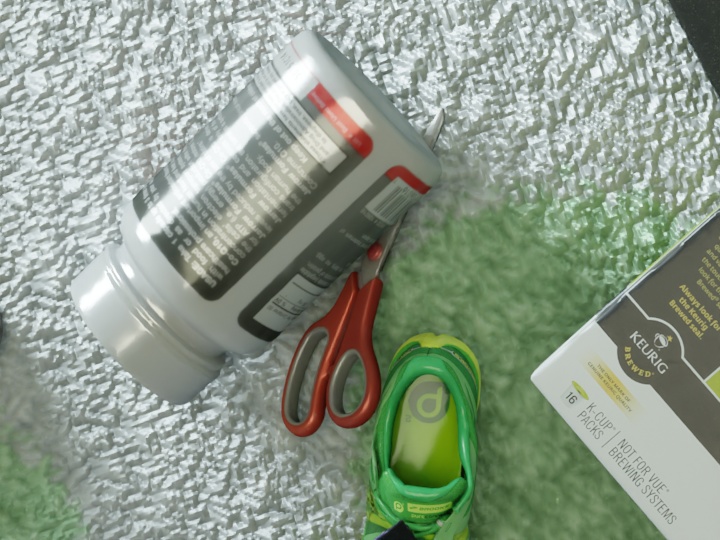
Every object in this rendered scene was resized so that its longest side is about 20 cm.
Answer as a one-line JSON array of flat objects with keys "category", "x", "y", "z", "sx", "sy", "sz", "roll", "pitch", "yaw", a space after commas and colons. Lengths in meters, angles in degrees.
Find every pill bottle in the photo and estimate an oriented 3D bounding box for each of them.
[{"category": "pill bottle", "x": -0.061, "y": -0.027, "z": 1.164, "sx": 0.200, "sy": 0.114, "sz": 0.114, "roll": -43, "pitch": 83, "yaw": 8}]

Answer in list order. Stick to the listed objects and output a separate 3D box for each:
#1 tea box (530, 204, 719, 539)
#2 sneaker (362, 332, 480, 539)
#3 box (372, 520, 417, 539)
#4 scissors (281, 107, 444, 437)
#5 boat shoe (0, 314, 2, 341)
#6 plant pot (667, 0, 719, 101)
[{"category": "tea box", "x": 0.230, "y": 0.064, "z": 1.100, "sx": 0.197, "sy": 0.134, "sz": 0.200, "roll": -41, "pitch": 84, "yaw": 9}, {"category": "sneaker", "x": 0.030, "y": 0.136, "z": 1.164, "sx": 0.074, "sy": 0.084, "sz": 0.201, "roll": 0, "pitch": 91, "yaw": 10}, {"category": "box", "x": -0.051, "y": 0.236, "z": 1.118, "sx": 0.200, "sy": 0.141, "sz": 0.079, "roll": -41, "pitch": 80, "yaw": 32}, {"category": "scissors", "x": 0.000, "y": 0.000, "z": 1.199, "sx": 0.073, "sy": 0.014, "sz": 0.201, "roll": 1, "pitch": 74, "yaw": 46}, {"category": "boat shoe", "x": -0.309, "y": 0.004, "z": 1.231, "sx": 0.199, "sy": 0.072, "sz": 0.076, "roll": 21, "pitch": 94, "yaw": 10}, {"category": "plant pot", "x": 0.252, "y": -0.171, "z": 1.071, "sx": 0.177, "sy": 0.200, "sz": 0.200, "roll": -29, "pitch": 86, "yaw": 20}]
